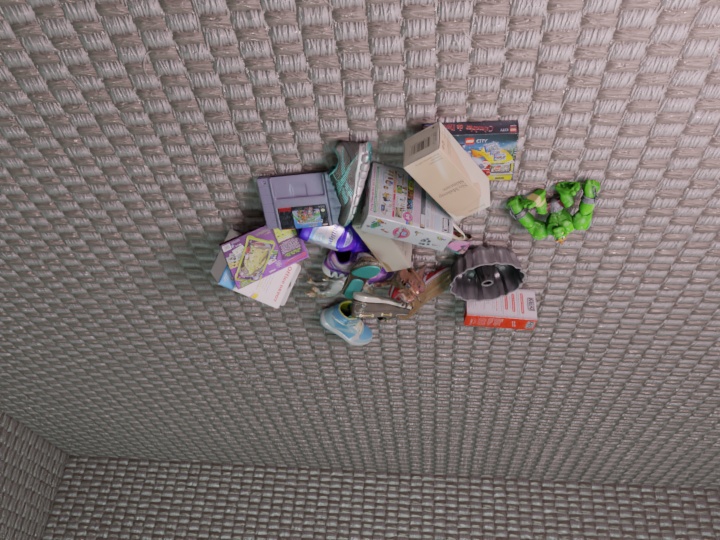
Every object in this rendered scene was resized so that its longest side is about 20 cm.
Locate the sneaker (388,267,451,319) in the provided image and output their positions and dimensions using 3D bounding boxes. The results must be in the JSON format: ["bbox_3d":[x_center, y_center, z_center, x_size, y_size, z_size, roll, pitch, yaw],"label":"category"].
[{"bbox_3d":[0.163,0.035,1.693,0.199,0.113,0.071,-38,133,6],"label":"sneaker"}]

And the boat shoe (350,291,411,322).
[{"bbox_3d":[0.053,0.099,1.573,0.199,0.062,0.071,11,-175,-42],"label":"boat shoe"}]

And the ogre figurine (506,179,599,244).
[{"bbox_3d":[0.444,-0.132,1.377,0.197,0.099,0.121,-24,121,14],"label":"ogre figurine"}]

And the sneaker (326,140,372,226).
[{"bbox_3d":[-0.034,-0.196,1.344,0.089,0.078,0.204,16,119,3],"label":"sneaker"}]

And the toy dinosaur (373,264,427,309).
[{"bbox_3d":[0.130,0.037,1.577,0.198,0.135,0.087,-8,128,-51],"label":"toy dinosaur"}]

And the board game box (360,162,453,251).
[{"bbox_3d":[0.106,-0.142,1.356,0.195,0.150,0.065,14,148,-11],"label":"board game box"}]

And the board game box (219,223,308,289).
[{"bbox_3d":[-0.236,-0.049,1.508,0.197,0.032,0.122,-25,108,-16],"label":"board game box"}]

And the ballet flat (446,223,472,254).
[{"bbox_3d":[0.190,-0.097,1.492,0.196,0.070,0.072,17,124,-25],"label":"ballet flat"}]

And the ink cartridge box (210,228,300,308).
[{"bbox_3d":[-0.268,0.000,1.593,0.197,0.131,0.125,26,-178,-28],"label":"ink cartridge box"}]

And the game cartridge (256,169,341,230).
[{"bbox_3d":[-0.135,-0.162,1.416,0.195,0.039,0.133,-4,112,13],"label":"game cartridge"}]

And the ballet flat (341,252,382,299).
[{"bbox_3d":[0.000,0.000,1.528,0.066,0.077,0.200,12,150,-16],"label":"ballet flat"}]

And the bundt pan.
[{"bbox_3d":[0.323,0.001,1.582,0.197,0.077,0.203,-3,149,-2],"label":"bundt pan"}]

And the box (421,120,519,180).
[{"bbox_3d":[0.227,-0.248,1.282,0.195,0.038,0.138,0,145,8],"label":"box"}]

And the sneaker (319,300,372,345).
[{"bbox_3d":[-0.016,0.162,1.878,0.198,0.081,0.130,27,142,-29],"label":"sneaker"}]

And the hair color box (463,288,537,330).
[{"bbox_3d":[0.390,0.104,1.714,0.195,0.103,0.062,4,146,3],"label":"hair color box"}]

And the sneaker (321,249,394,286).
[{"bbox_3d":[-0.003,-0.020,1.617,0.195,0.082,0.089,9,138,-4],"label":"sneaker"}]

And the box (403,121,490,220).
[{"bbox_3d":[0.180,-0.199,1.254,0.094,0.079,0.199,-23,137,34],"label":"box"}]

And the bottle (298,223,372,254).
[{"bbox_3d":[-0.053,-0.091,1.512,0.196,0.065,0.085,18,101,-17],"label":"bottle"}]

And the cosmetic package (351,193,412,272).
[{"bbox_3d":[0.056,-0.096,1.472,0.070,0.107,0.201,-10,142,25],"label":"cosmetic package"}]

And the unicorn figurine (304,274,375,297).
[{"bbox_3d":[-0.060,0.036,1.720,0.136,0.076,0.198,21,158,-37],"label":"unicorn figurine"}]
